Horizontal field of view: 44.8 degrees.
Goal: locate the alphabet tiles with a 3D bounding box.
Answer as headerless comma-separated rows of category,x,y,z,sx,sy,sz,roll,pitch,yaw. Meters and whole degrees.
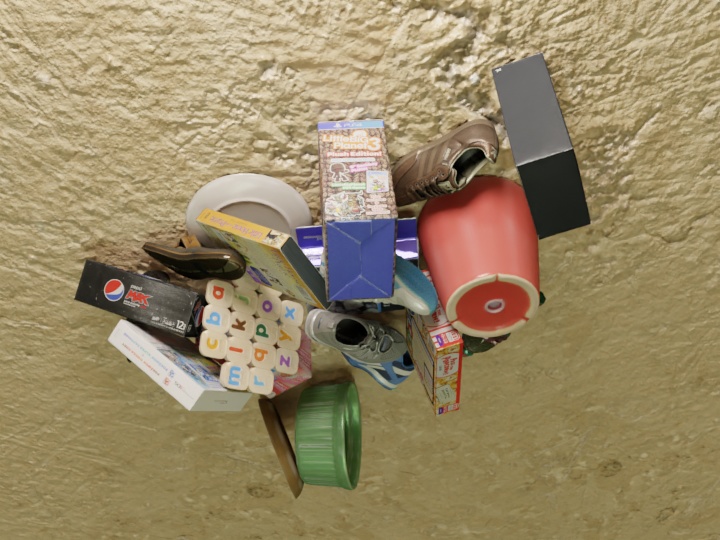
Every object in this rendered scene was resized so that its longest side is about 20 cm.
alphabet tiles,-0.174,0.094,1.409,0.194,0.203,0.014,17,162,-41

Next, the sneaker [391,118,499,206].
sneaker,0.113,-0.142,1.267,0.199,0.076,0.070,-35,129,28

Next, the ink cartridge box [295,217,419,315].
ink cartridge box,0.000,0.000,1.422,0.195,0.044,0.201,-5,141,2

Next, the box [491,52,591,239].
box,0.239,-0.167,1.158,0.078,0.202,0.142,-18,136,15

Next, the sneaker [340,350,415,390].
sneaker,0.028,0.140,1.567,0.082,0.075,0.199,-35,134,21

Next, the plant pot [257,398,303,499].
plant pot,-0.148,0.336,1.673,0.027,0.201,0.201,-21,137,-7

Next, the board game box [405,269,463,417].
board game box,0.117,0.121,1.430,0.046,0.153,0.201,-15,142,-9

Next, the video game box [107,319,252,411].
video game box,-0.283,0.156,1.402,0.047,0.181,0.200,-56,162,1

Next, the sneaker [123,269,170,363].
sneaker,-0.347,0.070,1.481,0.088,0.077,0.201,-12,145,-42

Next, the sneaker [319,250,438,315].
sneaker,0.028,0.016,1.330,0.199,0.076,0.082,32,113,17

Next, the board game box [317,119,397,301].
board game box,-0.007,-0.085,1.226,0.095,0.202,0.161,-3,138,-3

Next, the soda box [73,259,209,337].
soda box,-0.342,0.044,1.370,0.197,0.072,0.063,17,177,12

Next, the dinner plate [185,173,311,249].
dinner plate,-0.174,-0.068,1.363,0.197,0.024,0.202,-1,137,-1

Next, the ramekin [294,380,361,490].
ramekin,-0.060,0.312,1.652,0.096,0.202,0.201,-3,138,9

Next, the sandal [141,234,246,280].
sandal,-0.252,-0.027,1.351,0.198,0.055,0.082,1,149,37

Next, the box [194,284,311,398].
box,-0.181,0.121,1.509,0.102,0.095,0.200,-28,132,24

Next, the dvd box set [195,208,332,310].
dvd box set,-0.141,-0.018,1.291,0.199,0.030,0.147,18,154,43

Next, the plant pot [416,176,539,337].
plant pot,0.190,-0.010,1.339,0.197,0.179,0.202,-3,137,-2

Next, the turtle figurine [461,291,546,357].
turtle figurine,0.217,0.088,1.508,0.149,0.101,0.200,26,123,-28

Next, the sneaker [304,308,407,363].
sneaker,0.004,0.118,1.461,0.198,0.076,0.082,14,176,-34
